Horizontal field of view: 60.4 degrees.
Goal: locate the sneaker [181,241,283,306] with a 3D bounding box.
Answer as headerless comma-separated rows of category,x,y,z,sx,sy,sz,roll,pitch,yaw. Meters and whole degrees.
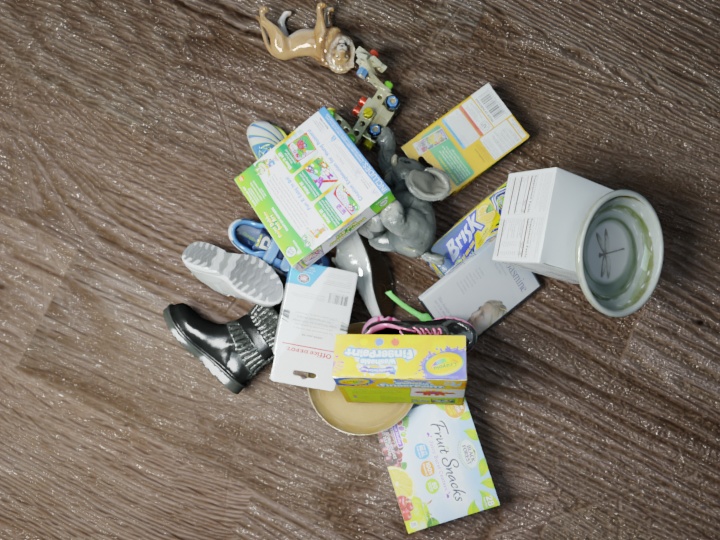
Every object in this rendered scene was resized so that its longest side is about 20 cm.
sneaker,-0.220,0.013,1.106,0.199,0.082,0.075,26,62,18

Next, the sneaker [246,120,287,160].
sneaker,-0.139,-0.198,1.114,0.076,0.105,0.200,-40,86,-1

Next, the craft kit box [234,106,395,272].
craft kit box,-0.078,-0.133,1.012,0.197,0.049,0.200,-36,68,2

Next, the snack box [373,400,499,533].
snack box,0.131,0.330,1.087,0.168,0.068,0.201,-17,86,2

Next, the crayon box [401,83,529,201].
crayon box,0.188,-0.230,1.135,0.200,0.052,0.126,-36,86,-2

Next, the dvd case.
dvd case,0.215,0.038,1.097,0.200,0.018,0.143,-39,116,-2

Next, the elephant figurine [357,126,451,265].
elephant figurine,0.086,-0.133,1.069,0.141,0.155,0.200,3,56,41

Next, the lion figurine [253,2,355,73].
lion figurine,-0.106,-0.427,1.156,0.199,0.072,0.123,2,99,16

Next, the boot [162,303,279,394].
boot,-0.230,0.097,1.108,0.211,0.079,0.158,44,91,-1

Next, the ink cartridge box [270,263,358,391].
ink cartridge box,-0.082,0.092,1.046,0.115,0.067,0.201,12,86,-11

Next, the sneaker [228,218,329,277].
sneaker,-0.151,-0.036,1.115,0.199,0.082,0.074,22,85,2

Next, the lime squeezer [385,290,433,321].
lime squeezer,0.109,0.123,1.111,0.070,0.038,0.201,-20,97,-18

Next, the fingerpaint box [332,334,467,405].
fingerpaint box,0.066,0.159,0.986,0.199,0.167,0.074,0,66,8

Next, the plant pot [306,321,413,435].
plant pot,0.006,0.189,1.088,0.199,0.028,0.201,-3,66,7

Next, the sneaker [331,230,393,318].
sneaker,0.000,0.000,1.127,0.084,0.073,0.201,-14,94,35

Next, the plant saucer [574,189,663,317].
plant saucer,0.402,-0.028,0.989,0.199,0.050,0.201,-3,96,-28

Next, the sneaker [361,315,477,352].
sneaker,0.095,0.114,1.035,0.199,0.095,0.079,-1,85,10

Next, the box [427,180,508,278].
box,0.204,-0.071,1.113,0.200,0.070,0.064,-41,90,-1

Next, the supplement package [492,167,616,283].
supplement package,0.347,-0.069,1.048,0.199,0.111,0.156,14,86,-29

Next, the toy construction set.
toy construction set,-0.004,-0.297,1.131,0.131,0.092,0.200,31,98,4
